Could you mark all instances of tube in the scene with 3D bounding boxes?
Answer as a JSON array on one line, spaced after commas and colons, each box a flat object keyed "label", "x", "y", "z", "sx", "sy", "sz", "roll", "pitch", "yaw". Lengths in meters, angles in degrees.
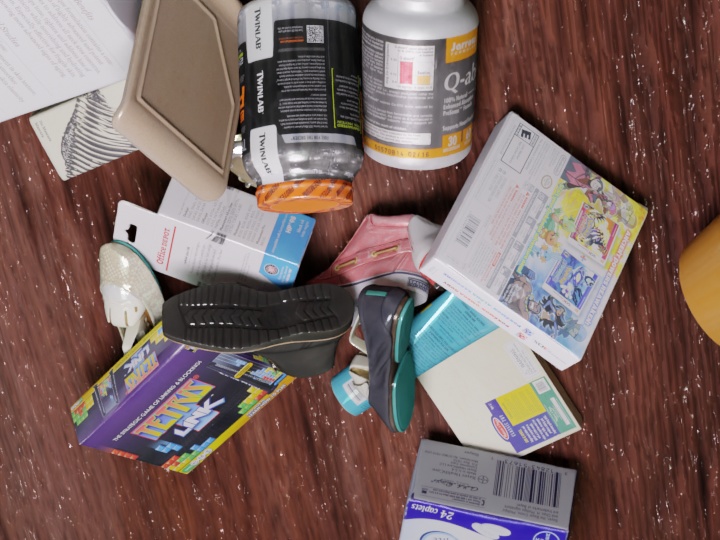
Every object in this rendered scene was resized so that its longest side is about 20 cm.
[{"label": "tube", "x": 0.058, "y": 0.085, "z": 1.789, "sx": 0.199, "sy": 0.051, "sz": 0.077, "roll": -35, "pitch": 124, "yaw": 20}]

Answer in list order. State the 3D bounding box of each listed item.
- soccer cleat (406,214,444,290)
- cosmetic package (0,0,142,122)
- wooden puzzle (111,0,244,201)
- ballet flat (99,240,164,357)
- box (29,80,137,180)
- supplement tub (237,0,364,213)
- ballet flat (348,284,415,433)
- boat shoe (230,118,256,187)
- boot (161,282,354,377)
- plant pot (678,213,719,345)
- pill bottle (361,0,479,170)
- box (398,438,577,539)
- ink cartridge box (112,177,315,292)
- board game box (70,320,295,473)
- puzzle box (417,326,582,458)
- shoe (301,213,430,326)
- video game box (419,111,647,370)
[{"label": "soccer cleat", "x": 0.137, "y": -0.025, "z": 1.713, "sx": 0.199, "sy": 0.086, "sz": 0.069, "roll": -2, "pitch": 139, "yaw": -31}, {"label": "cosmetic package", "x": -0.319, "y": -0.275, "z": 1.596, "sx": 0.198, "sy": 0.167, "sz": 0.168, "roll": -15, "pitch": 143, "yaw": 16}, {"label": "wooden puzzle", "x": -0.170, "y": -0.192, "z": 1.598, "sx": 0.037, "sy": 0.202, "sz": 0.185, "roll": 2, "pitch": 158, "yaw": 28}, {"label": "ballet flat", "x": -0.245, "y": 0.053, "z": 1.799, "sx": 0.067, "sy": 0.063, "sz": 0.201, "roll": 8, "pitch": 142, "yaw": 22}, {"label": "box", "x": -0.238, "y": -0.172, "z": 1.720, "sx": 0.199, "sy": 0.068, "sz": 0.083, "roll": -21, "pitch": 111, "yaw": 19}, {"label": "supplement tub", "x": -0.059, "y": -0.163, "z": 1.620, "sx": 0.121, "sy": 0.122, "sz": 0.202, "roll": -4, "pitch": 82, "yaw": 11}, {"label": "ballet flat", "x": 0.022, "y": 0.089, "z": 1.727, "sx": 0.072, "sy": 0.073, "sz": 0.201, "roll": 5, "pitch": 135, "yaw": 7}, {"label": "boat shoe", "x": -0.110, "y": -0.121, "z": 1.721, "sx": 0.198, "sy": 0.075, "sz": 0.069, "roll": -4, "pitch": 111, "yaw": 10}, {"label": "boot", "x": -0.111, "y": 0.078, "z": 1.742, "sx": 0.198, "sy": 0.078, "sz": 0.139, "roll": 1, "pitch": 151, "yaw": -6}, {"label": "plant pot", "x": 0.426, "y": -0.010, "z": 1.638, "sx": 0.200, "sy": 0.201, "sz": 0.183, "roll": 44, "pitch": 131, "yaw": -14}, {"label": "pill bottle", "x": 0.058, "y": -0.210, "z": 1.625, "sx": 0.115, "sy": 0.117, "sz": 0.202, "roll": 5, "pitch": 118, "yaw": 7}, {"label": "box", "x": 0.136, "y": 0.311, "z": 1.868, "sx": 0.182, "sy": 0.105, "sz": 0.201, "roll": 11, "pitch": 128, "yaw": 4}, {"label": "ink cartridge box", "x": -0.158, "y": -0.036, "z": 1.751, "sx": 0.199, "sy": 0.067, "sz": 0.116, "roll": 21, "pitch": 148, "yaw": -2}, {"label": "board game box", "x": -0.196, "y": 0.136, "z": 1.832, "sx": 0.165, "sy": 0.057, "sz": 0.200, "roll": 21, "pitch": 126, "yaw": -44}, {"label": "puzzle box", "x": 0.142, "y": 0.122, "z": 1.832, "sx": 0.132, "sy": 0.025, "sz": 0.201, "roll": -26, "pitch": 110, "yaw": 20}, {"label": "shoe", "x": 0.000, "y": 0.000, "z": 1.773, "sx": 0.071, "sy": 0.092, "sz": 0.199, "roll": 25, "pitch": 152, "yaw": -38}, {"label": "video game box", "x": 0.178, "y": -0.031, "z": 1.659, "sx": 0.182, "sy": 0.201, "sz": 0.047, "roll": 34, "pitch": 151, "yaw": -7}]
